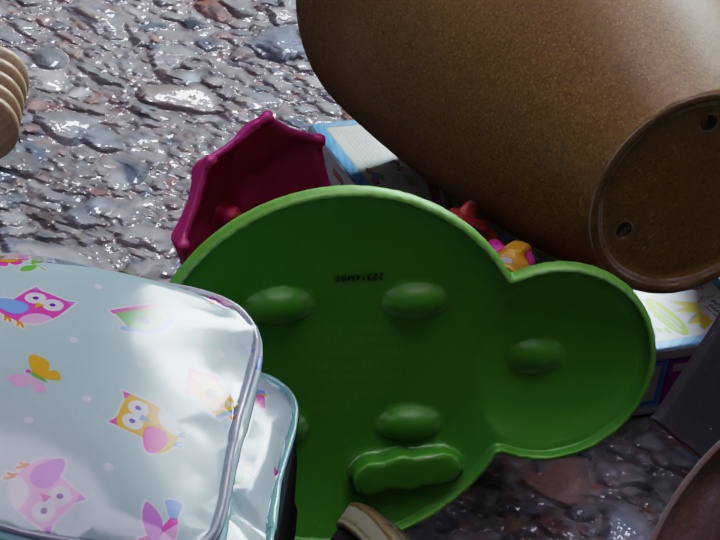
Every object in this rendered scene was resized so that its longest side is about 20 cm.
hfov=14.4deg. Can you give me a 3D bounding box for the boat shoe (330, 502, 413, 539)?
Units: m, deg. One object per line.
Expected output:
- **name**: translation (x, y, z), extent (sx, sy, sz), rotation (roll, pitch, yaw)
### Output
- **boat shoe**: translation (0.024, 0.146, 0.982), extent (0.072, 0.066, 0.201), rotation (44, -1, -31)

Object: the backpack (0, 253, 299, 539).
- **backpack**: translation (-0.125, 0.087, 0.959), extent (0.199, 0.154, 0.176), rotation (5, 37, 4)

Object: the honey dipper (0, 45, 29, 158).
- **honey dipper**: translation (-0.174, -0.031, 1.233), extent (0.038, 0.038, 0.200), rotation (8, 36, -3)

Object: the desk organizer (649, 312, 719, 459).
- **desk organizer**: translation (0.211, 0.002, 1.130), extent (0.072, 0.201, 0.077), rotation (38, 10, 37)

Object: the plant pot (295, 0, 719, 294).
- **plant pot**: translation (0.095, -0.084, 1.177), extent (0.185, 0.187, 0.200), rotation (-5, 34, -23)

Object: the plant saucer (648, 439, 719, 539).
- **plant saucer**: translation (0.186, 0.134, 0.968), extent (0.200, 0.201, 0.034), rotation (33, 3, 31)

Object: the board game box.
- **board game box**: translation (0.073, -0.006, 1.262), extent (0.134, 0.034, 0.200), rotation (-7, 36, -24)

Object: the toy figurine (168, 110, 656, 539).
- **toy figurine**: translation (0.000, 0.000, 1.145), extent (0.199, 0.151, 0.184), rotation (-3, 25, -10)
